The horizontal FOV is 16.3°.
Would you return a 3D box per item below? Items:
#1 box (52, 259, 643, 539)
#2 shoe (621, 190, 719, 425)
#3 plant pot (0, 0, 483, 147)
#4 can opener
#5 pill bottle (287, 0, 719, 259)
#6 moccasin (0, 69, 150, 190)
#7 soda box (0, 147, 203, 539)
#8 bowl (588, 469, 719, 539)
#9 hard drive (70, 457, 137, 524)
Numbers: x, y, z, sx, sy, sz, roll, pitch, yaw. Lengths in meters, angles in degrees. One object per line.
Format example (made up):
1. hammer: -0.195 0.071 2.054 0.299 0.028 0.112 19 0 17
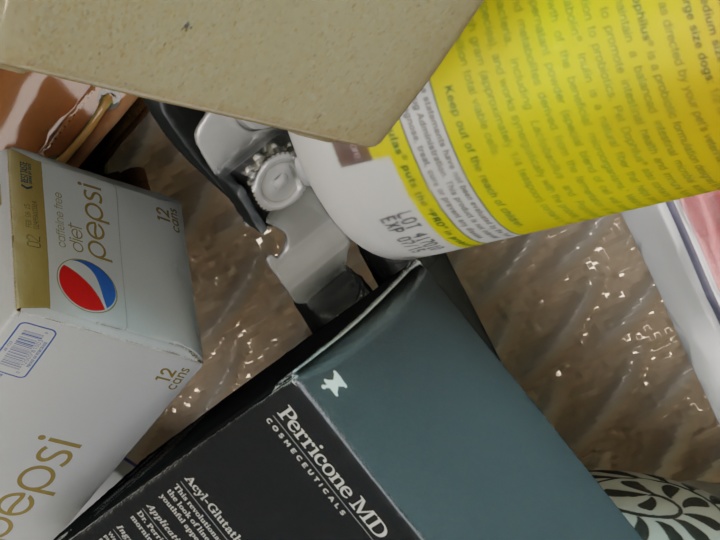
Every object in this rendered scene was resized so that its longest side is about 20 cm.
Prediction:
1. box: 0.020 0.120 0.732 0.200 0.079 0.141 52 133 -3
2. shoe: 0.143 -0.008 0.783 0.091 0.071 0.200 -22 106 24
3. plant pot: -0.060 -0.137 0.618 0.200 0.200 0.177 21 97 41
4. can opener: 0.000 0.000 0.801 0.053 0.066 0.200 -39 128 -10
5. pill bottle: 0.083 -0.074 0.691 0.200 0.109 0.109 -13 113 21
6. moccasin: -0.097 -0.027 0.820 0.078 0.074 0.202 32 107 3
7. soda box: -0.127 0.054 0.790 0.064 0.068 0.200 18 132 -30
8. bowl: 0.103 0.132 0.828 0.201 0.094 0.201 28 142 24
9. hard drive: -0.075 0.144 0.859 0.200 0.025 0.132 30 102 21
